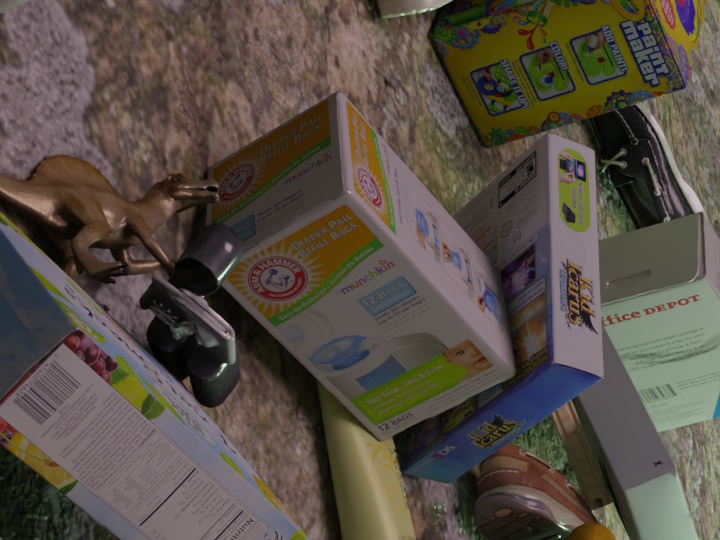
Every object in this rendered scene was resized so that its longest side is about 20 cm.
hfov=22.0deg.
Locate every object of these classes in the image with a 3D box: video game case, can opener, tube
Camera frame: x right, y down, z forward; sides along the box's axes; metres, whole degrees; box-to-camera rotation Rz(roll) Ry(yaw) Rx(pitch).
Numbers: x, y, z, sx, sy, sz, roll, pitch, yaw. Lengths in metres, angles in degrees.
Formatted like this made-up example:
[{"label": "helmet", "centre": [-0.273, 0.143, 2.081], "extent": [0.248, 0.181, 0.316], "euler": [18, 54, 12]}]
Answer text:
[{"label": "video game case", "centre": [0.097, 0.031, 1.313], "extent": [0.045, 0.200, 0.182], "euler": [18, 56, -23]}, {"label": "can opener", "centre": [-0.081, 0.026, 1.011], "extent": [0.053, 0.067, 0.200], "euler": [36, -11, 5]}, {"label": "tube", "centre": [0.007, 0.150, 1.241], "extent": [0.058, 0.051, 0.201], "euler": [110, -29, -65]}]

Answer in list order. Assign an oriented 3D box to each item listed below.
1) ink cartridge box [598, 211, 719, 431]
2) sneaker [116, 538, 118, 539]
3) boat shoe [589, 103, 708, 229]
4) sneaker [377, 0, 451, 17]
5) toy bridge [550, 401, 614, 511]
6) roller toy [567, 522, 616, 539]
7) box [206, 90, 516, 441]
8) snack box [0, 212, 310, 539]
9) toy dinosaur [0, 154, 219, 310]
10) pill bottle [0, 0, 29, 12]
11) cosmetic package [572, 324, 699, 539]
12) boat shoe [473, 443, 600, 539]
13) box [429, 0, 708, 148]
[{"label": "ink cartridge box", "centre": [0.291, 0.052, 1.725], "extent": [0.200, 0.144, 0.085], "euler": [50, 34, -39]}, {"label": "sneaker", "centre": [-0.126, 0.196, 0.940], "extent": [0.075, 0.080, 0.200], "euler": [52, 24, -11]}, {"label": "boat shoe", "centre": [0.279, -0.101, 1.869], "extent": [0.060, 0.076, 0.201], "euler": [-38, 98, -20]}, {"label": "sneaker", "centre": [0.062, -0.284, 1.540], "extent": [0.200, 0.076, 0.112], "euler": [-34, 116, -55]}, {"label": "toy bridge", "centre": [0.159, 0.102, 1.521], "extent": [0.067, 0.027, 0.201], "euler": [57, 12, -82]}, {"label": "roller toy", "centre": [0.184, 0.311, 1.391], "extent": [0.183, 0.139, 0.201], "euler": [51, 35, -39]}, {"label": "box", "centre": [0.000, 0.000, 1.203], "extent": [0.200, 0.112, 0.102], "euler": [47, 25, -36]}, {"label": "snack box", "centre": [-0.131, 0.064, 0.905], "extent": [0.200, 0.068, 0.169], "euler": [47, -3, -40]}, {"label": "toy dinosaur", "centre": [-0.158, -0.027, 1.027], "extent": [0.199, 0.058, 0.102], "euler": [9, 49, -47]}, {"label": "pill bottle", "centre": [-0.208, -0.241, 0.965], "extent": [0.201, 0.110, 0.111], "euler": [65, 28, -17]}, {"label": "cosmetic package", "centre": [0.222, 0.154, 1.539], "extent": [0.201, 0.051, 0.151], "euler": [-110, 179, -51]}, {"label": "boat shoe", "centre": [0.150, 0.191, 1.465], "extent": [0.200, 0.075, 0.072], "euler": [45, 33, -51]}, {"label": "box", "centre": [0.189, -0.230, 1.628], "extent": [0.122, 0.191, 0.200], "euler": [61, 30, -24]}]
